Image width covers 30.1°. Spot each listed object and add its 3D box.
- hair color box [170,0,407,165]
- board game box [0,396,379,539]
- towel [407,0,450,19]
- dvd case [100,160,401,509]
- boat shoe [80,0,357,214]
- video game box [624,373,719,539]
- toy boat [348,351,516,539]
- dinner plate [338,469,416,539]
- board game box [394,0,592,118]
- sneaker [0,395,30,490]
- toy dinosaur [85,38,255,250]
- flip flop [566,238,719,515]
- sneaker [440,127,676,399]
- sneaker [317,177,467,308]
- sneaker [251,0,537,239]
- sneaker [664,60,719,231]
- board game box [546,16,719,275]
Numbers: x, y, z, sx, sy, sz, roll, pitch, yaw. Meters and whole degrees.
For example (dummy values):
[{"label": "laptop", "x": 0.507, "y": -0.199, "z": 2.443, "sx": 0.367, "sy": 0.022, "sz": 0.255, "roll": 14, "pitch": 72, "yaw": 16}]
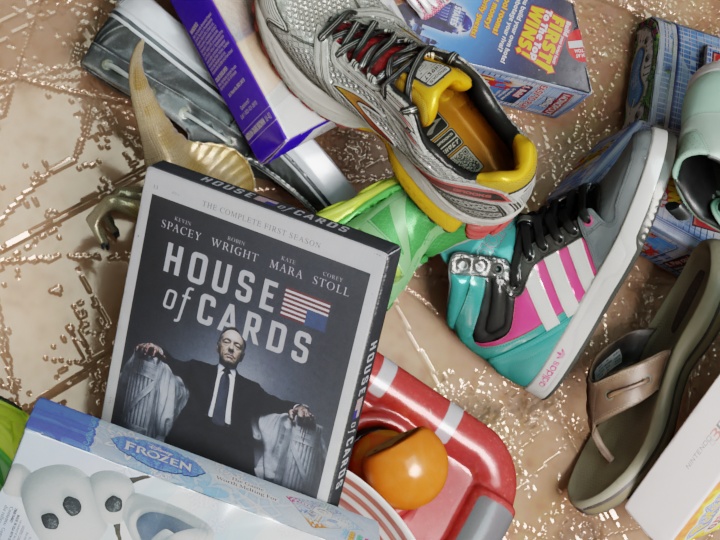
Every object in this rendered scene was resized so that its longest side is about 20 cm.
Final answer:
[{"label": "hair color box", "x": -0.057, "y": -0.181, "z": 0.811, "sx": 0.109, "sy": 0.065, "sz": 0.201, "roll": -30, "pitch": 90, "yaw": -23}, {"label": "board game box", "x": -0.117, "y": 0.194, "z": 0.728, "sx": 0.197, "sy": 0.043, "sz": 0.201, "roll": 22, "pitch": 108, "yaw": -9}, {"label": "towel", "x": 0.057, "y": -0.281, "z": 0.898, "sx": 0.146, "sy": 0.030, "sz": 0.200, "roll": 44, "pitch": 69, "yaw": -5}, {"label": "dvd case", "x": -0.069, "y": 0.057, "z": 0.744, "sx": 0.149, "sy": 0.025, "sz": 0.202, "roll": 20, "pitch": 111, "yaw": 17}, {"label": "boat shoe", "x": -0.093, "y": -0.092, "z": 0.867, "sx": 0.200, "sy": 0.072, "sz": 0.071, "roll": 39, "pitch": 86, "yaw": -1}, {"label": "video game box", "x": 0.281, "y": 0.080, "z": 0.852, "sx": 0.181, "sy": 0.201, "sz": 0.047, "roll": -9, "pitch": 48, "yaw": -37}, {"label": "toy boat", "x": 0.013, "y": 0.119, "z": 0.820, "sx": 0.199, "sy": 0.131, "sz": 0.131, "roll": 34, "pitch": 72, "yaw": -8}, {"label": "dinner plate", "x": -0.043, "y": 0.196, "z": 0.792, "sx": 0.198, "sy": 0.024, "sz": 0.202, "roll": 5, "pitch": 103, "yaw": 20}, {"label": "board game box", "x": 0.081, "y": -0.202, "z": 0.935, "sx": 0.198, "sy": 0.062, "sz": 0.202, "roll": 26, "pitch": 74, "yaw": -11}, {"label": "sneaker", "x": -0.186, "y": 0.166, "z": 0.772, "sx": 0.083, "sy": 0.074, "sz": 0.202, "roll": -25, "pitch": 99, "yaw": -3}, {"label": "toy dinosaur", "x": -0.118, "y": -0.050, "z": 0.830, "sx": 0.101, "sy": 0.058, "sz": 0.201, "roll": -30, "pitch": 122, "yaw": 3}, {"label": "flip flop", "x": 0.184, "y": 0.066, "z": 0.886, "sx": 0.057, "sy": 0.081, "sz": 0.201, "roll": 24, "pitch": 99, "yaw": -13}, {"label": "sneaker", "x": 0.113, "y": -0.023, "z": 0.871, "sx": 0.120, "sy": 0.084, "sz": 0.201, "roll": 26, "pitch": 115, "yaw": 0}, {"label": "sneaker", "x": 0.000, "y": 0.000, "z": 0.805, "sx": 0.198, "sy": 0.074, "sz": 0.084, "roll": -22, "pitch": 74, "yaw": -11}, {"label": "sneaker", "x": 0.025, "y": -0.109, "z": 0.747, "sx": 0.200, "sy": 0.082, "sz": 0.078, "roll": 41, "pitch": 70, "yaw": -1}, {"label": "sneaker", "x": 0.277, "y": -0.034, "z": 0.855, "sx": 0.200, "sy": 0.074, "sz": 0.119, "roll": 37, "pitch": 47, "yaw": -6}, {"label": "board game box", "x": 0.241, "y": -0.079, "z": 0.953, "sx": 0.198, "sy": 0.062, "sz": 0.202, "roll": 14, "pitch": 77, "yaw": -14}]
